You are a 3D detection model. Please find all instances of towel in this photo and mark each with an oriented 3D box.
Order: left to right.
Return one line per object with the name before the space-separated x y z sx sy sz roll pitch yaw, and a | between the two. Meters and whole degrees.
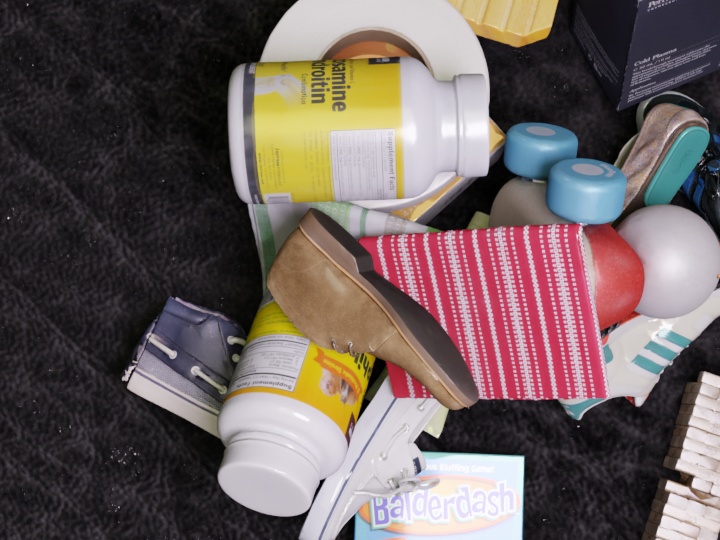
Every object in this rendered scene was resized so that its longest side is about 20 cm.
towel | 0.000 0.000 1.088 0.199 0.150 0.031 17 56 17
towel | 0.094 0.035 1.001 0.199 0.022 0.146 -3 110 33

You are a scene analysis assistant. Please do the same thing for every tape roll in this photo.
tape roll | 0.010 -0.150 1.079 0.201 0.037 0.204 0 84 1

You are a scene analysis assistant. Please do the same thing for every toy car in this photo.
toy car | 0.222 -0.014 1.062 0.199 0.177 0.186 -2 115 -16

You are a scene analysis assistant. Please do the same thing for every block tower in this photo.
block tower | 0.296 0.194 1.129 0.054 0.058 0.201 18 86 2

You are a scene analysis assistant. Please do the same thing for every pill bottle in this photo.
pill bottle | -0.051 0.096 1.042 0.109 0.110 0.201 17 53 2
pill bottle | -0.001 -0.111 1.000 0.198 0.112 0.113 -2 83 1

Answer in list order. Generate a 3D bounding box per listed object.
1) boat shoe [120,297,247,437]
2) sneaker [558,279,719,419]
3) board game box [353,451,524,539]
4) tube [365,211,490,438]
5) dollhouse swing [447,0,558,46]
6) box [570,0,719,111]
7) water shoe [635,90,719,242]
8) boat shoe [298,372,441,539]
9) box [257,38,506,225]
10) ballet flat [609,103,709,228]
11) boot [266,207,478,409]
boat shoe | -0.109 0.098 1.120 0.199 0.075 0.093 25 91 4
sneaker | 0.255 0.066 1.145 0.199 0.070 0.094 -24 118 -13
board game box | 0.067 0.262 1.125 0.151 0.045 0.202 1 82 1
tube | 0.081 0.045 1.153 0.052 0.058 0.201 27 89 -39
dollhouse swing | 0.118 -0.334 1.123 0.199 0.182 0.176 18 43 2
box | 0.299 -0.259 1.105 0.199 0.182 0.105 -22 68 -4
water shoe | 0.328 -0.086 1.148 0.071 0.079 0.201 -34 84 -4
boat shoe | 0.029 0.163 1.084 0.086 0.075 0.202 31 65 7
box | 0.020 -0.143 1.145 0.124 0.097 0.200 -42 85 -3
ballet flat | 0.243 -0.062 1.146 0.201 0.068 0.067 -59 42 19
boot | 0.008 0.046 0.988 0.200 0.074 0.076 45 102 17
